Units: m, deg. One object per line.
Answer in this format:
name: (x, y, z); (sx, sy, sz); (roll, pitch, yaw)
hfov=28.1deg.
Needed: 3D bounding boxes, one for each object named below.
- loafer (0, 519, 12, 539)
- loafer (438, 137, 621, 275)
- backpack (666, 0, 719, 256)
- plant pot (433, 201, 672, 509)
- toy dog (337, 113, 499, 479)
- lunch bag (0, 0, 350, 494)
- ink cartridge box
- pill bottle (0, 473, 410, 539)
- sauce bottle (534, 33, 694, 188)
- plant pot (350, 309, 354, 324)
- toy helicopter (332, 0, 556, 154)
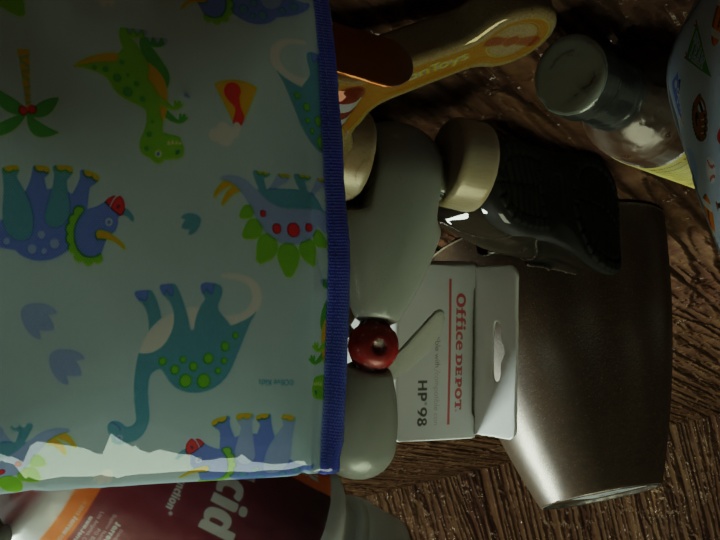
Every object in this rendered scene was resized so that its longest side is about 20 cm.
loafer: (-0.258, 0.129, 0.707); (0.199, 0.070, 0.075); (-10, -166, 29)
loafer: (0.105, -0.040, 0.904); (0.071, 0.073, 0.200); (-8, 164, 32)
backpack: (0.226, -0.080, 0.618); (0.153, 0.201, 0.191); (-7, 153, -18)
plant pot: (0.162, 0.073, 1.092); (0.186, 0.201, 0.187); (-11, 166, -3)
toy dog: (0.000, 0.000, 0.779); (0.132, 0.201, 0.096); (31, 176, -17)
lunch bag: (-0.098, -0.029, 0.526); (0.169, 0.201, 0.127); (-1, -171, -24)
ink cartridge box: (0.019, 0.051, 0.965); (0.066, 0.116, 0.200); (1, 179, -33)
pill bottle: (-0.080, 0.132, 0.760); (0.200, 0.115, 0.114); (30, 149, -19)
sauce bottle: (0.158, -0.085, 0.762); (0.065, 0.065, 0.200); (-20, 161, 32)
plant pot: (-0.094, 0.035, 0.893); (0.201, 0.093, 0.201); (-42, -168, 11)
toy helicopter: (-0.007, -0.090, 0.641); (0.199, 0.079, 0.132); (-21, 157, -4)
